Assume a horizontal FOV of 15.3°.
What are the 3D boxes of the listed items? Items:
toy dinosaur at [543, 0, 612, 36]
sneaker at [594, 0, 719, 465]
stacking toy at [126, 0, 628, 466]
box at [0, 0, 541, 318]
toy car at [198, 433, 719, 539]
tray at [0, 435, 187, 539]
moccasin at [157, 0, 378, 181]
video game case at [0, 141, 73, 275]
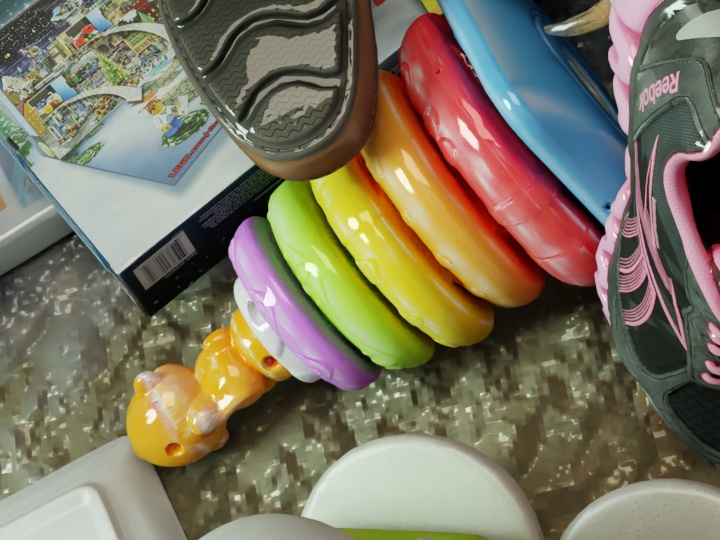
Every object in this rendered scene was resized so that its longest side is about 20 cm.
[{"bbox_3d":[0.044,-0.156,0.883,0.200,0.086,0.136,30,101,65],"label":"toy dinosaur"},{"bbox_3d":[0.112,0.000,0.796,0.079,0.200,0.096,-10,43,2],"label":"sneaker"},{"bbox_3d":[0.000,0.000,0.898,0.200,0.116,0.110,-39,38,12],"label":"stacking toy"},{"bbox_3d":[-0.040,-0.096,0.957,0.200,0.038,0.137,-39,60,-6],"label":"box"},{"bbox_3d":[0.036,0.139,0.789,0.199,0.175,0.151,9,102,19],"label":"toy car"},{"bbox_3d":[-0.087,0.153,0.875,0.107,0.022,0.200,-28,60,1],"label":"tray"},{"bbox_3d":[-0.039,-0.105,0.895,0.073,0.078,0.202,-29,51,1],"label":"moccasin"},{"bbox_3d":[-0.096,-0.116,1.017,0.200,0.023,0.182,-31,60,-3],"label":"video game case"}]
